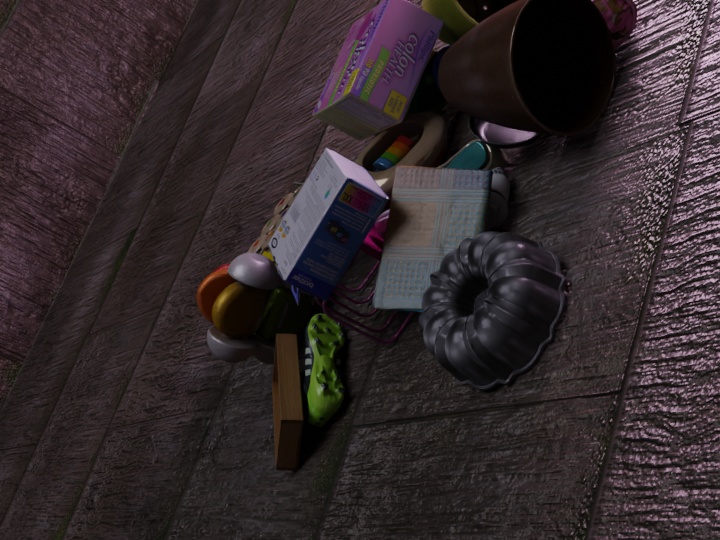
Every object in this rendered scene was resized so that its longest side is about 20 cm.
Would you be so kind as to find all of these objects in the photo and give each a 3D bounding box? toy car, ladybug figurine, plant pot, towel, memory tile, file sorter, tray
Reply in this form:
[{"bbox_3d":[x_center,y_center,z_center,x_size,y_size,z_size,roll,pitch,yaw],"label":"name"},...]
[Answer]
[{"bbox_3d":[-0.176,0.050,1.880,0.150,0.200,0.176,32,108,43],"label":"toy car"},{"bbox_3d":[0.061,-0.163,1.804,0.200,0.072,0.136,-45,38,-16],"label":"ladybug figurine"},{"bbox_3d":[0.188,-0.435,1.809,0.201,0.200,0.193,-64,13,-13],"label":"plant pot"},{"bbox_3d":[0.098,-0.040,1.552,0.146,0.022,0.201,6,82,26],"label":"towel"},{"bbox_3d":[-0.107,-0.095,1.863,0.200,0.017,0.154,-27,28,51],"label":"memory tile"},{"bbox_3d":[0.000,0.000,1.699,0.126,0.139,0.200,-56,24,12],"label":"file sorter"},{"bbox_3d":[-0.111,0.195,1.750,0.200,0.037,0.099,-98,13,-55],"label":"tray"},{"bbox_3d":[0.199,-0.266,1.535,0.200,0.187,0.187,3,64,54],"label":"plant pot"}]

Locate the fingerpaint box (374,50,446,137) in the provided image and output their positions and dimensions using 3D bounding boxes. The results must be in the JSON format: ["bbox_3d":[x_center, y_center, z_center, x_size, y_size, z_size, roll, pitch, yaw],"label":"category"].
[{"bbox_3d":[0.073,-0.297,1.972,0.167,0.073,0.200,-57,25,4],"label":"fingerpaint box"}]

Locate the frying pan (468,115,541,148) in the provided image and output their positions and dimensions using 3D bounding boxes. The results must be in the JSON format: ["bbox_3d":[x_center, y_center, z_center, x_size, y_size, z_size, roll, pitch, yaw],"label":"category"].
[{"bbox_3d":[0.213,-0.232,1.635,0.114,0.031,0.190,0,44,13],"label":"frying pan"}]

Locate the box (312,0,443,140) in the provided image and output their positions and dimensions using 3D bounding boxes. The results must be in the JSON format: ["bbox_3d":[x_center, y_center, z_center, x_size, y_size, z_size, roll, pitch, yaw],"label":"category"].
[{"bbox_3d":[0.024,-0.318,1.846,0.176,0.096,0.200,-67,17,-10],"label":"box"}]

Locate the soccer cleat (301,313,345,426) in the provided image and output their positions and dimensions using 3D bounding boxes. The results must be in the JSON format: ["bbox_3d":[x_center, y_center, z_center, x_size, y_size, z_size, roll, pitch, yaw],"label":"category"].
[{"bbox_3d":[-0.062,0.145,1.739,0.081,0.067,0.200,-58,22,33],"label":"soccer cleat"}]

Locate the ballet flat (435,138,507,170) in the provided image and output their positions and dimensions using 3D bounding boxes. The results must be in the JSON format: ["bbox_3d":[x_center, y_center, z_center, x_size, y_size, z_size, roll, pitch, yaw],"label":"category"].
[{"bbox_3d":[0.131,-0.125,1.682,0.200,0.069,0.070,-30,36,37],"label":"ballet flat"}]

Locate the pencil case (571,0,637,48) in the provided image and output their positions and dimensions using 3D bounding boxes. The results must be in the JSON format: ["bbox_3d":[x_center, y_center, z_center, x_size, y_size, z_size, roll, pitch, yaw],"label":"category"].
[{"bbox_3d":[0.311,-0.372,1.609,0.200,0.086,0.083,-107,22,-59],"label":"pencil case"}]

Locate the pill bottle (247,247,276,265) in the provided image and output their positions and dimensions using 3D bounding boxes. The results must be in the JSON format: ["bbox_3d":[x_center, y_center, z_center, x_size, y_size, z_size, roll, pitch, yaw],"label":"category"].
[{"bbox_3d":[-0.105,-0.031,1.967,0.200,0.104,0.105,-29,37,47],"label":"pill bottle"}]

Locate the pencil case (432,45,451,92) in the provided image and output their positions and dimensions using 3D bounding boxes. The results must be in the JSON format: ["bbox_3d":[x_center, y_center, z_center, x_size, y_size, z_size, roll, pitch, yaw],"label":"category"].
[{"bbox_3d":[0.182,-0.308,1.777,0.200,0.078,0.087,14,80,64],"label":"pencil case"}]

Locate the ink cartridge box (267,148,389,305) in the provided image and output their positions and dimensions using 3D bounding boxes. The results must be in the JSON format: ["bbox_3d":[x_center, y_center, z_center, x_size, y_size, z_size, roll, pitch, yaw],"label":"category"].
[{"bbox_3d":[-0.056,-0.052,1.600,0.200,0.076,0.137,-56,24,12],"label":"ink cartridge box"}]

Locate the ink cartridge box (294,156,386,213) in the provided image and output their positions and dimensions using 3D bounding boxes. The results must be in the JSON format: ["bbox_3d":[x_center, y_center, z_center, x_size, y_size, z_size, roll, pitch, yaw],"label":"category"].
[{"bbox_3d":[-0.024,-0.138,1.938,0.059,0.104,0.200,-60,24,-6],"label":"ink cartridge box"}]

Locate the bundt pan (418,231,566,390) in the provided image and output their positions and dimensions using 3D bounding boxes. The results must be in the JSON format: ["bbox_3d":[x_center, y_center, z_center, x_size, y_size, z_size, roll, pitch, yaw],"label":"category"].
[{"bbox_3d":[0.148,0.039,1.409,0.202,0.076,0.202,-30,46,36],"label":"bundt pan"}]

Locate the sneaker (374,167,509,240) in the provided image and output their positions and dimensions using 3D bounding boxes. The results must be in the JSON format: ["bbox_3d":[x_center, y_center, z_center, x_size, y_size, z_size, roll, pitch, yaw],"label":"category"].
[{"bbox_3d":[0.115,-0.087,1.619,0.199,0.076,0.081,-13,44,22],"label":"sneaker"}]
